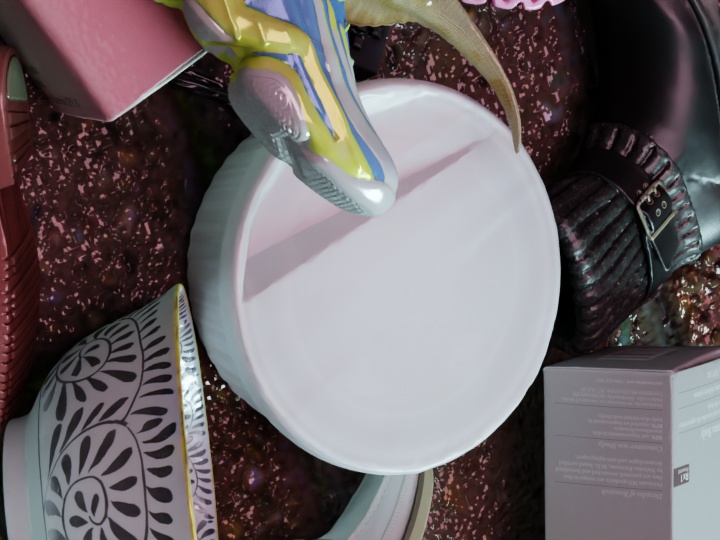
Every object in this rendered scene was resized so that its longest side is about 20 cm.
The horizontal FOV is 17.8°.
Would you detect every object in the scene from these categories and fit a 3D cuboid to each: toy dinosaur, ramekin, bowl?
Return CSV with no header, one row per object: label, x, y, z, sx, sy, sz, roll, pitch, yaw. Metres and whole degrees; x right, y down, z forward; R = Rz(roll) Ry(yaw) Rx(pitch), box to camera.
toy dinosaur,0.024,-0.151,1.141,0.199,0.101,0.058,32,40,-13
ramekin,0.000,0.000,1.213,0.201,0.094,0.204,-3,96,-30
bowl,-0.122,0.111,1.122,0.093,0.201,0.203,-5,98,-2

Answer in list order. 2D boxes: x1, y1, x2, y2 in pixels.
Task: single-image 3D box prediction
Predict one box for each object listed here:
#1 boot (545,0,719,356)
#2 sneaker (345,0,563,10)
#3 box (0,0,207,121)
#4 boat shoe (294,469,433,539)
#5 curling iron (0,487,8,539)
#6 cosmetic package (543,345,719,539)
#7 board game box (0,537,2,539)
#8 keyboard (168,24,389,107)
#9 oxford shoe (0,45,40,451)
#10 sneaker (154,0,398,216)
boot,0.139,-0.074,1.295,0.157,0.079,0.212,-29,108,-25
sneaker,0.050,-0.190,1.185,0.198,0.079,0.096,-7,132,-19
box,-0.147,-0.182,1.078,0.109,0.128,0.201,-39,107,-11
boat shoe,-0.024,0.172,1.220,0.068,0.075,0.201,31,61,-7
curling iron,-0.133,0.186,1.193,0.200,0.025,0.050,50,49,-19
cosmetic package,0.160,0.147,1.305,0.107,0.090,0.202,-14,101,-60
board game box,-0.208,0.188,1.145,0.095,0.030,0.201,-27,104,-22
keyboard,-0.072,-0.144,1.202,0.199,0.021,0.128,19,84,-29
oxford shoe,-0.198,-0.010,1.126,0.074,0.070,0.202,0,101,3
sneaker,-0.027,-0.123,1.021,0.105,0.076,0.200,-43,107,-12
